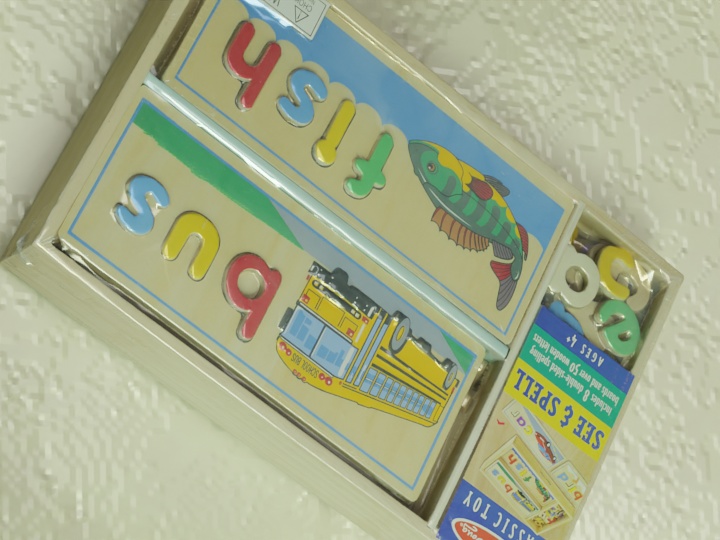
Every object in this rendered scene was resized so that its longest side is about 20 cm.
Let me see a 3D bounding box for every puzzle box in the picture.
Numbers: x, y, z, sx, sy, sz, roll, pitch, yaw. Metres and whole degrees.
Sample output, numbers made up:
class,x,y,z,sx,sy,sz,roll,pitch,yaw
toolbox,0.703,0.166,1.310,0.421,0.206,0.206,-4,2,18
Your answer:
class,x,y,z,sx,sy,sz,roll,pitch,yaw
puzzle box,0.000,0.000,0.892,0.200,0.025,0.134,37,62,-19
